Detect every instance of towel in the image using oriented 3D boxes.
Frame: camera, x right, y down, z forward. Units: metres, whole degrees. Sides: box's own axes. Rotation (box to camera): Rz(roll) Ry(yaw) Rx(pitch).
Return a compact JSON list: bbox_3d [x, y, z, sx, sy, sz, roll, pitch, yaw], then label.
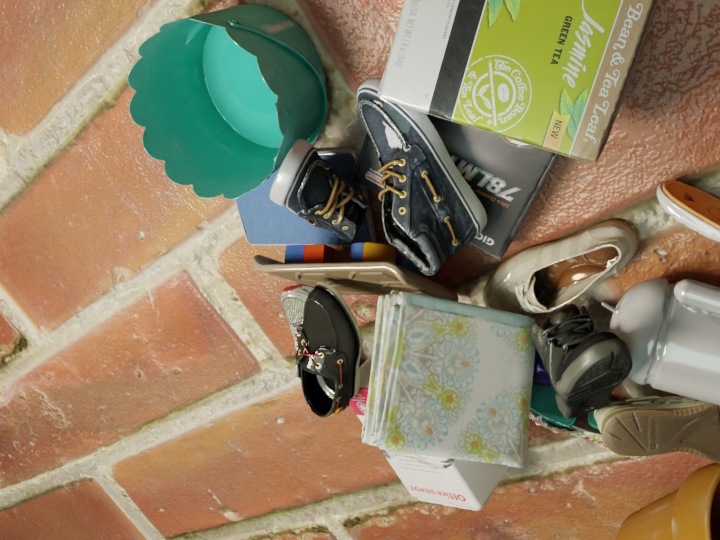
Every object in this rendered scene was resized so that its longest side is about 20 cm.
[{"bbox_3d":[0.103,0.120,0.817,0.198,0.173,0.048,12,170,-18],"label":"towel"}]

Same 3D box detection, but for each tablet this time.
[{"bbox_3d":[-0.080,-0.091,0.946,0.198,0.014,0.131,1,120,27],"label":"tablet"}]

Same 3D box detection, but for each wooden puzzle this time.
[{"bbox_3d":[0.000,0.000,0.882,0.198,0.185,0.047,4,82,28],"label":"wooden puzzle"}]

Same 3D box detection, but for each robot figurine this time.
[{"bbox_3d":[0.346,0.074,0.757,0.198,0.113,0.171,14,140,19],"label":"robot figurine"}]

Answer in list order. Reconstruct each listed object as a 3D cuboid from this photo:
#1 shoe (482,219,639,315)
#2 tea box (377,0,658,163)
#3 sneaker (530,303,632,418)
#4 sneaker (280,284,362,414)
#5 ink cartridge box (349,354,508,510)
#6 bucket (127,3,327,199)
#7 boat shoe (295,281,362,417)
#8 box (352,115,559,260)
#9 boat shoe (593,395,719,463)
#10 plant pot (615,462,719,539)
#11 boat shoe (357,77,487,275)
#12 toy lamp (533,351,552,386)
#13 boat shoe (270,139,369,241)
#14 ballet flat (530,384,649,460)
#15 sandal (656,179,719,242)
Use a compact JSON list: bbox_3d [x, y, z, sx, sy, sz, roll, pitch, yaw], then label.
[{"bbox_3d":[0.213,0.005,0.823,0.199,0.053,0.070,-32,101,38],"label":"shoe"},{"bbox_3d":[0.145,-0.219,0.631,0.195,0.134,0.202,19,107,14],"label":"tea box"},{"bbox_3d":[0.223,0.081,0.768,0.076,0.200,0.115,-22,67,4],"label":"sneaker"},{"bbox_3d":[-0.055,0.109,1.015,0.077,0.082,0.201,-13,112,34],"label":"sneaker"},{"bbox_3d":[0.086,0.210,0.980,0.145,0.083,0.201,-12,116,54],"label":"ink cartridge box"},{"bbox_3d":[-0.142,-0.196,0.833,0.205,0.135,0.209,14,126,21],"label":"bucket"},{"bbox_3d":[-0.041,0.101,0.890,0.073,0.063,0.203,31,142,31],"label":"boat shoe"},{"bbox_3d":[0.109,-0.139,0.792,0.199,0.050,0.200,30,128,9],"label":"box"},{"bbox_3d":[0.364,0.166,0.817,0.198,0.063,0.074,3,104,3],"label":"boat shoe"},{"bbox_3d":[0.406,0.333,0.856,0.200,0.200,0.183,43,146,-3],"label":"plant pot"},{"bbox_3d":[0.045,-0.094,0.752,0.201,0.091,0.071,51,158,-12],"label":"boat shoe"},{"bbox_3d":[0.166,0.094,0.903,0.198,0.058,0.059,16,126,18],"label":"toy lamp"},{"bbox_3d":[-0.037,-0.083,0.810,0.090,0.200,0.071,28,89,3],"label":"boat shoe"},{"bbox_3d":[0.268,0.183,0.900,0.198,0.076,0.064,21,143,20],"label":"ballet flat"},{"bbox_3d":[0.382,-0.042,0.687,0.205,0.079,0.060,30,132,11],"label":"sandal"}]
